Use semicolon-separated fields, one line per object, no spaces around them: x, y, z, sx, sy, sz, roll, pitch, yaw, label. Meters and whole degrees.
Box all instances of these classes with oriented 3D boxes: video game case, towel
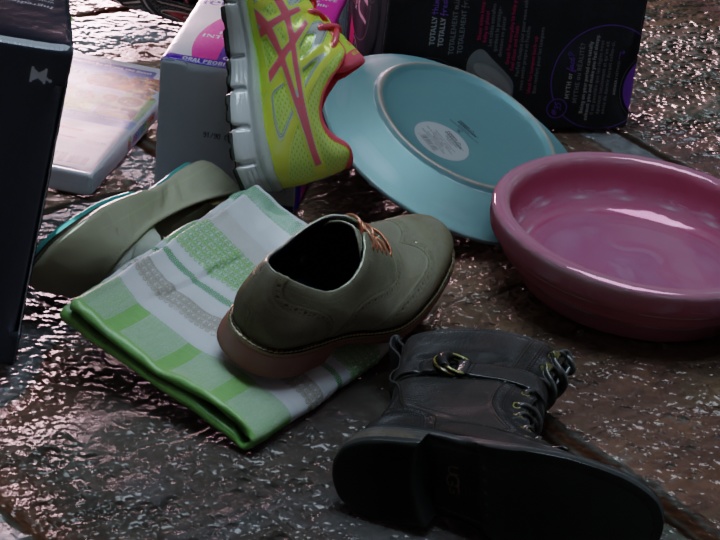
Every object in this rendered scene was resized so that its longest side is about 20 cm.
-0.222;-0.110;1.854;0.142;0.018;0.200;11;27;10;video game case
-0.065;0.023;1.573;0.149;0.031;0.200;32;33;16;towel

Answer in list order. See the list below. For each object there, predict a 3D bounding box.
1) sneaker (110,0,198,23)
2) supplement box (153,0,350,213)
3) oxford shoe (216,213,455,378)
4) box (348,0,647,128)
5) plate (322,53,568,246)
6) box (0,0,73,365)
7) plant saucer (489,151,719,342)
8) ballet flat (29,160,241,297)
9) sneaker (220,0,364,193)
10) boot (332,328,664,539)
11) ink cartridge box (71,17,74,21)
-0.123;-0.223;2.036;0.198;0.081;0.075;10;28;5;sneaker
-0.072;-0.129;1.836;0.100;0.104;0.200;8;24;5;supplement box
0.000;0.000;1.558;0.071;0.074;0.200;37;37;18;oxford shoe
0.097;-0.179;1.951;0.198;0.123;0.106;-1;27;-16;box
0.068;-0.091;1.803;0.199;0.026;0.201;20;35;-14;plate
-0.243;-0.080;1.559;0.117;0.198;0.200;9;21;-12;box
0.179;-0.012;1.709;0.199;0.051;0.201;7;27;-4;plant saucer
-0.130;-0.019;1.649;0.069;0.070;0.200;18;27;22;ballet flat
-0.043;-0.148;1.693;0.090;0.202;0.078;-4;-1;3;sneaker
0.089;0.085;1.478;0.199;0.070;0.174;12;27;16;boot
-0.333;-0.210;1.934;0.199;0.076;0.148;-23;38;-30;ink cartridge box
